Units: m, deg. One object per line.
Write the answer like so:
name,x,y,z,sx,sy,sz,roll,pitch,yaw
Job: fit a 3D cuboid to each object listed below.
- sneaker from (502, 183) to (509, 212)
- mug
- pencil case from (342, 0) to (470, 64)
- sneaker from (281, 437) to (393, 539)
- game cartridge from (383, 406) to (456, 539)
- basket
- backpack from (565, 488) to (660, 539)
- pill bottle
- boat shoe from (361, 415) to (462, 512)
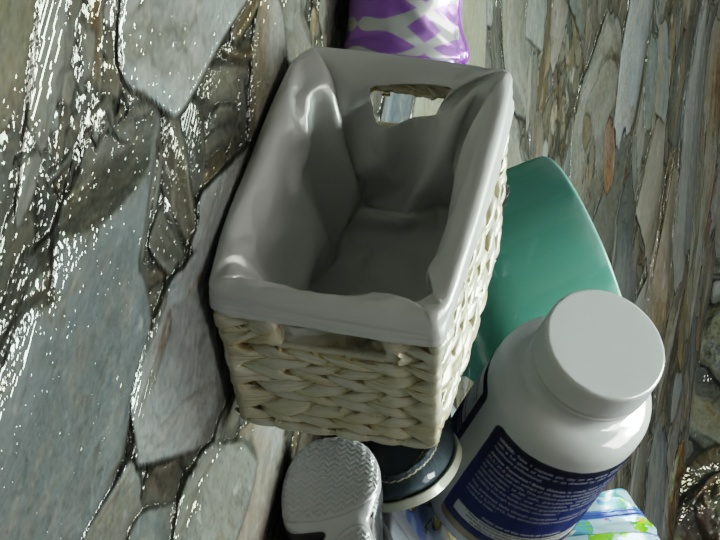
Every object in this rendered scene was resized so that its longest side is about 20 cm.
sneaker,0.000,0.000,1.664,0.200,0.087,0.076,-48,164,-26
mug,0.103,0.012,1.911,0.185,0.114,0.153,137,-70,-83
pencil case,0.039,-0.217,1.677,0.084,0.085,0.201,-3,99,-78
sneaker,-0.016,0.211,1.647,0.114,0.075,0.201,67,29,-59
game cartridge,0.044,0.168,1.861,0.133,0.041,0.201,61,28,-33
basket,0.006,-0.012,1.527,0.124,0.135,0.201,84,18,-47
backpack,0.125,0.232,1.986,0.163,0.199,0.155,70,28,-60
pill bottle,0.124,0.099,1.774,0.200,0.111,0.111,119,-10,-52
boat shoe,0.029,0.084,1.770,0.200,0.074,0.062,-77,151,-60
